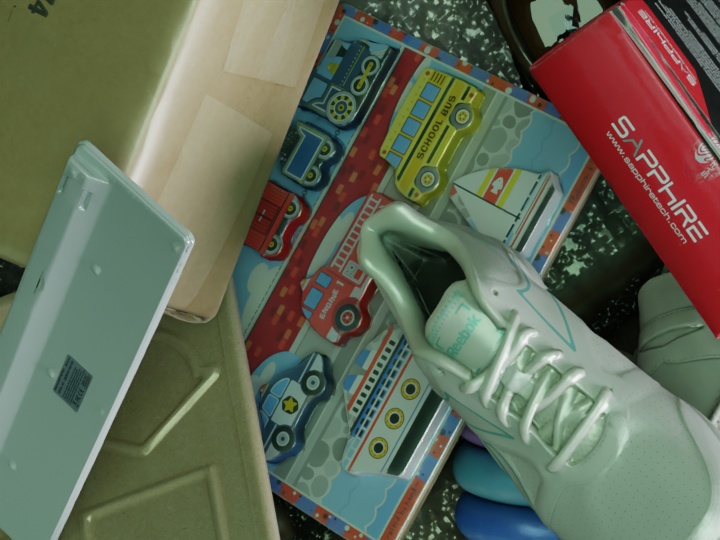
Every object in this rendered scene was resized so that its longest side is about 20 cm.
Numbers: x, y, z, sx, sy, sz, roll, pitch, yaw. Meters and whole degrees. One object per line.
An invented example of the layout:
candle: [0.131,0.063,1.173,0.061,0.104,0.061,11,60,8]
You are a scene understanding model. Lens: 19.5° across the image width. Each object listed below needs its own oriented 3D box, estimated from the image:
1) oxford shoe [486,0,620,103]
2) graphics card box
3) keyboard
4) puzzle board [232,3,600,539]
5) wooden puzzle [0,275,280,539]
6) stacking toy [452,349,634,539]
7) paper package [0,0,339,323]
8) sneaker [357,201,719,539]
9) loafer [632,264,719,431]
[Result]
oxford shoe: [0.069,-0.153,0.897,0.073,0.084,0.200,-31,89,2]
graphics card box: [0.150,-0.063,0.842,0.051,0.200,0.126,-35,91,31]
keyboard: [-0.113,0.037,0.793,0.056,0.011,0.200,37,133,9]
puzzle board: [0.000,0.000,0.895,0.150,0.017,0.200,29,91,31]
wooden puzzle: [-0.119,0.103,0.882,0.185,0.046,0.201,-21,64,15]
stacking toy: [0.074,0.133,0.905,0.085,0.085,0.201,3,95,0]
paper package: [-0.118,-0.104,0.856,0.190,0.103,0.201,22,91,28]
sneaker: [0.062,0.045,0.781,0.070,0.080,0.200,-51,51,6]
loafer: [0.136,0.033,0.855,0.070,0.200,0.070,-27,112,35]
